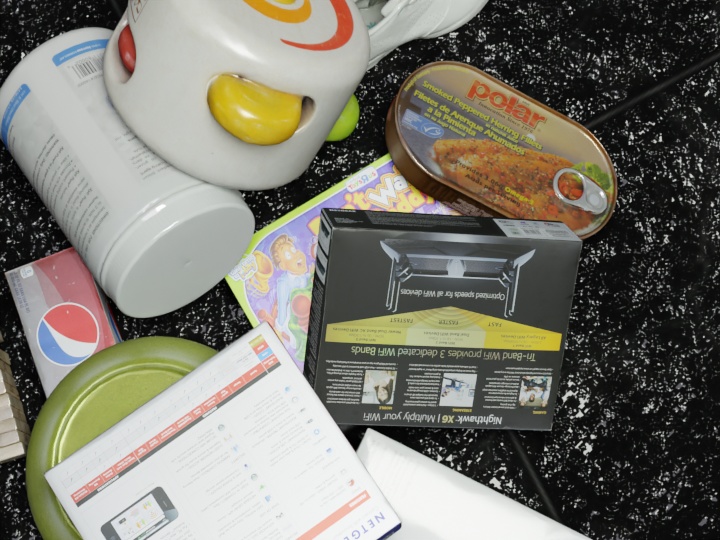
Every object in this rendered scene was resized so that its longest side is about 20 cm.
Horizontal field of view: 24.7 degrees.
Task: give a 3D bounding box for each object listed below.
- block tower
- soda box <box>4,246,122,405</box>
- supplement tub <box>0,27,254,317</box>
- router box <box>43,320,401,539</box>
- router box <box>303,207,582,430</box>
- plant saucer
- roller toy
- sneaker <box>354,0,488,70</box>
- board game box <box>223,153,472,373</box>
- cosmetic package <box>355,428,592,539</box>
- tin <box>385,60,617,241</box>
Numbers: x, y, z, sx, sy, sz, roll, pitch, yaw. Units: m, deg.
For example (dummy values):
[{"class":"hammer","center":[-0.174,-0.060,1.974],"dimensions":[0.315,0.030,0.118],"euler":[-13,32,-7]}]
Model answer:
[{"class":"block tower","center":[-0.316,0.061,1.320],"dimensions":[0.053,0.058,0.202],"euler":[-17,79,-2]},{"class":"soda box","center":[-0.216,0.087,1.309],"dimensions":[0.069,0.063,0.202],"euler":[-19,81,-5]},{"class":"supplement tub","center":[-0.186,-0.078,1.284],"dimensions":[0.131,0.132,0.201],"euler":[-35,68,-5]},{"class":"router box","center":[-0.099,0.168,1.196],"dimensions":[0.199,0.049,0.180],"euler":[-33,78,-6]},{"class":"router box","center":[0.060,0.039,1.266],"dimensions":[0.198,0.052,0.159],"euler":[3,108,-13]},{"class":"plant saucer","center":[-0.158,0.146,1.244],"dimensions":[0.197,0.031,0.203],"euler":[0,76,1]},{"class":"roller toy","center":[-0.091,-0.166,1.230],"dimensions":[0.182,0.200,0.140],"euler":[42,125,10]},{"class":"sneaker","center":[0.040,-0.226,1.348],"dimensions":[0.199,0.089,0.076],"euler":[-36,80,-6]},{"class":"board game box","center":[0.000,0.000,1.331],"dimensions":[0.199,0.045,0.135],"euler":[-31,81,-4]},{"class":"cosmetic package","center":[0.070,0.216,1.277],"dimensions":[0.199,0.081,0.114],"euler":[28,82,4]},{"class":"tin","center":[0.113,-0.091,1.322],"dimensions":[0.199,0.042,0.113],"euler":[28,66,-8]}]
